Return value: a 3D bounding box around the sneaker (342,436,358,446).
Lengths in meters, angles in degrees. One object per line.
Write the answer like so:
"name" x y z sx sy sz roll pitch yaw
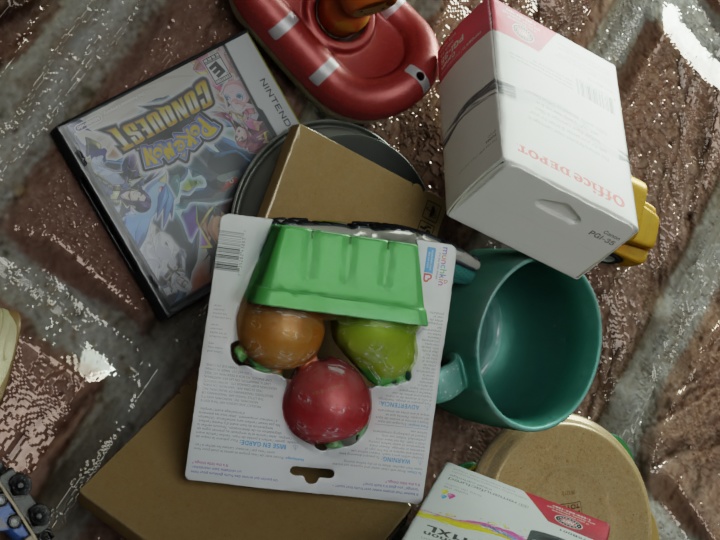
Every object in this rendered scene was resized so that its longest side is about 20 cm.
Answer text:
"sneaker" -0.090 0.148 1.315 0.201 0.067 0.108 -37 97 -17

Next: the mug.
"mug" 0.104 0.053 1.400 0.185 0.114 0.152 20 82 -39

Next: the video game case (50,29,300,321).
"video game case" -0.131 -0.083 1.378 0.200 0.025 0.181 -32 95 -29

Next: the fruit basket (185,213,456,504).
"fruit basket" -0.029 0.067 1.228 0.185 0.094 0.200 7 97 -13

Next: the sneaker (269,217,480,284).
"sneaker" 0.000 0.000 1.320 0.200 0.077 0.080 2 96 -21

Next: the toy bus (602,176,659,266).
"toy bus" 0.192 -0.069 1.508 0.200 0.078 0.065 22 70 -21

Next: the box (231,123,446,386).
"box" -0.024 0.002 1.353 0.163 0.021 0.200 26 78 -30

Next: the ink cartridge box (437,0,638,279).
"ink cartridge box" 0.145 -0.112 1.372 0.146 0.083 0.200 25 44 -26

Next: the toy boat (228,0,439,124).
"toy boat" -0.009 -0.225 1.410 0.200 0.131 0.131 47 63 -10

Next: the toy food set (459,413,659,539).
"toy food set" 0.176 0.218 1.456 0.200 0.049 0.198 -22 89 -28

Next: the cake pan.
"cake pan" -0.016 -0.029 1.394 0.200 0.037 0.201 -1 91 -32

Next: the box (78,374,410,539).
"box" -0.085 0.176 1.231 0.200 0.021 0.163 34 49 12

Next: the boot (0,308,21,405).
"boot" -0.348 0.100 1.202 0.155 0.073 0.200 21 69 -22

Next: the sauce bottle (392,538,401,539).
"sauce bottle" 0.085 0.256 1.363 0.200 0.065 0.065 16 71 0

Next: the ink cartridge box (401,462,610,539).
"ink cartridge box" 0.101 0.235 1.227 0.146 0.200 0.083 20 106 8

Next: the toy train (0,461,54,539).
"toy train" -0.234 0.236 1.255 0.046 0.034 0.200 -31 95 -16
